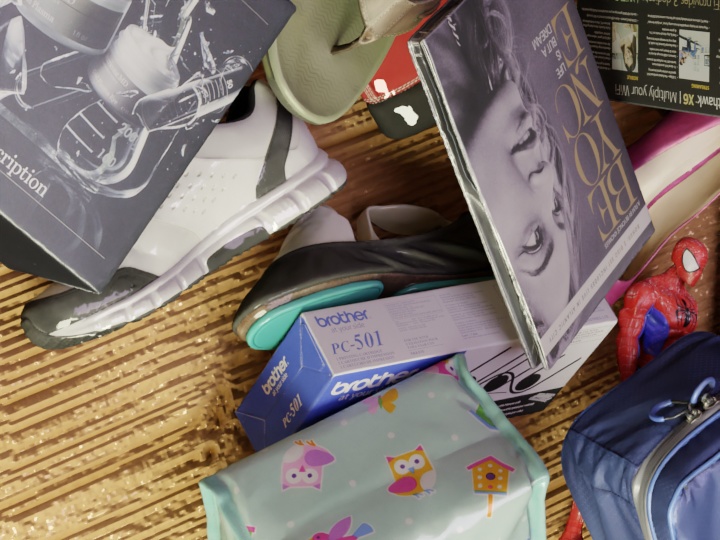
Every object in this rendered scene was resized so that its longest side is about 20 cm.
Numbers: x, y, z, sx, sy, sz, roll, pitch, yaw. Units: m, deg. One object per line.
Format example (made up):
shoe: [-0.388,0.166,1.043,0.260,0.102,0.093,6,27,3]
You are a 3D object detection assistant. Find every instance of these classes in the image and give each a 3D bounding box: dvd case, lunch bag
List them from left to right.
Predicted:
lunch bag: [0.008,0.162,1.440,0.170,0.122,0.200,-26,148,-16]
dvd case: [0.097,-0.069,1.438,0.149,0.016,0.200,-48,124,-46]
lunch bag: [0.216,0.138,1.521,0.136,0.132,0.200,-37,123,-17]

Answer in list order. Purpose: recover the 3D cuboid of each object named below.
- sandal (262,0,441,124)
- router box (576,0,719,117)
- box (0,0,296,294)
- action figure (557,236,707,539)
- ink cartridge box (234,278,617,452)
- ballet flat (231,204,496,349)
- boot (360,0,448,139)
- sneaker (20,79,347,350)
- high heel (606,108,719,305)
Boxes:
sandal: [0.019,-0.166,1.379,0.080,0.057,0.201,36,90,-31]
router box: [0.197,-0.167,1.478,0.052,0.200,0.158,-5,101,-31]
box: [-0.168,-0.122,1.309,0.200,0.104,0.182,41,74,-31]
action figure: [0.171,0.077,1.584,0.065,0.052,0.201,11,94,-39]
ink cartridge box: [0.038,0.052,1.467,0.200,0.094,0.044,-9,59,-36]
ballet flat: [0.000,0.000,1.463,0.200,0.068,0.069,-6,59,-42]
boot: [0.056,-0.174,1.467,0.200,0.072,0.144,-47,120,-8]
sneaker: [-0.104,-0.028,1.396,0.200,0.074,0.080,-36,101,-28]
high heel: [0.179,-0.038,1.549,0.200,0.096,0.067,-52,123,-15]
